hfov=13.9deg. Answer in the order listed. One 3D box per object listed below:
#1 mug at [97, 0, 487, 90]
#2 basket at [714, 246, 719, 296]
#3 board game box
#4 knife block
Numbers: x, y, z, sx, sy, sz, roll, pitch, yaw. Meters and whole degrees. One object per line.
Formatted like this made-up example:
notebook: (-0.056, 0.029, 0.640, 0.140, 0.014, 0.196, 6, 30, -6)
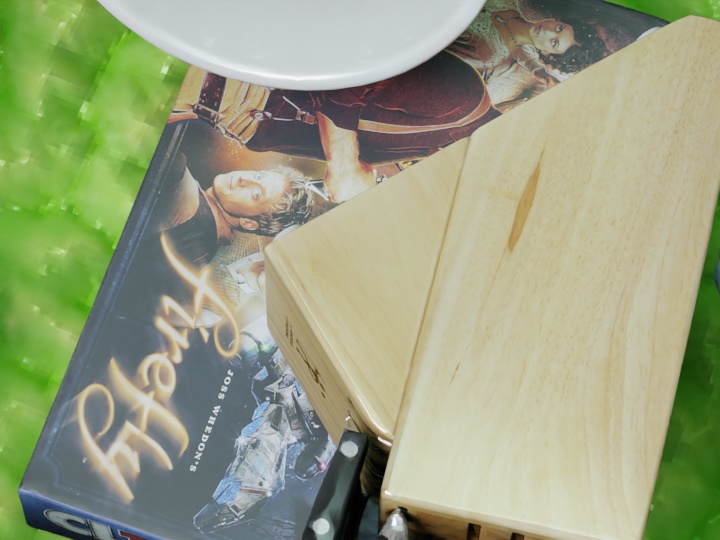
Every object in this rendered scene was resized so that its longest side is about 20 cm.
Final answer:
mug: (-0.023, -0.168, 0.852, 0.177, 0.134, 0.200, 7, 44, 13)
basket: (0.198, 0.033, 0.758, 0.176, 0.139, 0.200, -27, 57, -10)
board game box: (0.000, 0.000, 0.860, 0.135, 0.035, 0.200, 18, 69, 6)
knife block: (0.057, 0.051, 0.788, 0.200, 0.064, 0.176, -29, 72, -12)
